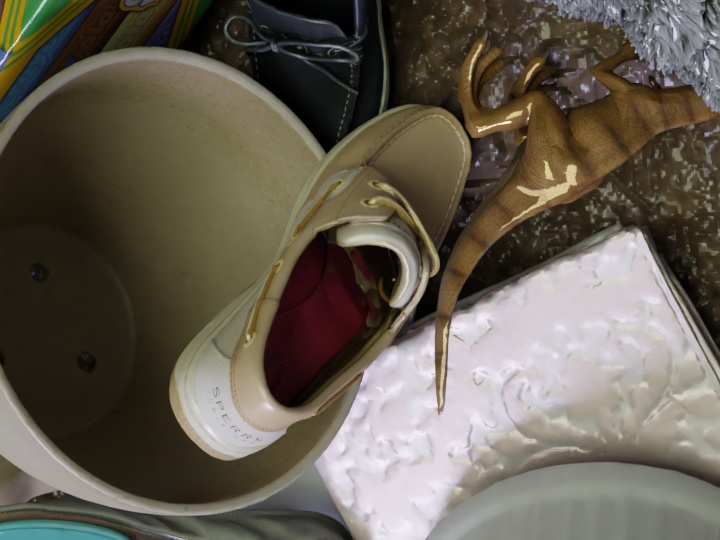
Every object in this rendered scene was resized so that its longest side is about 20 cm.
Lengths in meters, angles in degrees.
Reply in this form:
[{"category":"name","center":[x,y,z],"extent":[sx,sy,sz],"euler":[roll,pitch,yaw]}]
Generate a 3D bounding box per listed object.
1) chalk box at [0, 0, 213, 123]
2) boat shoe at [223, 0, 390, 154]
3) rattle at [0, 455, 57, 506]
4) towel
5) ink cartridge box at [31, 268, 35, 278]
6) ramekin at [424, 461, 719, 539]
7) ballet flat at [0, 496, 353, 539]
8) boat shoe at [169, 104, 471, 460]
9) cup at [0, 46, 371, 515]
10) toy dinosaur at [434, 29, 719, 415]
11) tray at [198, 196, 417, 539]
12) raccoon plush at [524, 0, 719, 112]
[{"category":"chalk box","center":[-0.176,-0.113,1.025],"extent":[0.125,0.124,0.200],"euler":[49,116,19]},{"category":"boat shoe","center":[-0.023,-0.116,0.988],"extent":[0.074,0.062,0.201],"euler":[23,126,21]},{"category":"rattle","center":[-0.176,0.125,1.110],"extent":[0.198,0.130,0.144],"euler":[2,108,6]},{"category":"towel","center":[0.088,0.097,1.005],"extent":[0.199,0.032,0.192],"euler":[-25,98,25]},{"category":"ink cartridge box","center":[-0.273,-0.038,1.054],"extent":[0.200,0.196,0.043],"euler":[43,113,8]},{"category":"ramekin","center":[0.107,0.192,0.959],"extent":[0.199,0.098,0.202],"euler":[5,122,9]},{"category":"ballet flat","center":[-0.095,0.137,1.035],"extent":[0.198,0.064,0.068],"euler":[6,109,-4]},{"category":"boat shoe","center":[0.000,0.000,0.949],"extent":[0.074,0.200,0.069],"euler":[47,147,-19]},{"category":"cup","center":[-0.115,0.017,0.994],"extent":[0.143,0.199,0.202],"euler":[-20,94,53]},{"category":"toy dinosaur","center":[0.079,-0.046,0.940],"extent":[0.199,0.060,0.106],"euler":[-36,55,0]},{"category":"tray","center":[-0.031,0.065,1.069],"extent":[0.107,0.022,0.202],"euler":[18,109,20]},{"category":"raccoon plush","center":[0.139,-0.089,0.852],"extent":[0.201,0.133,0.097],"euler":[62,143,35]}]
